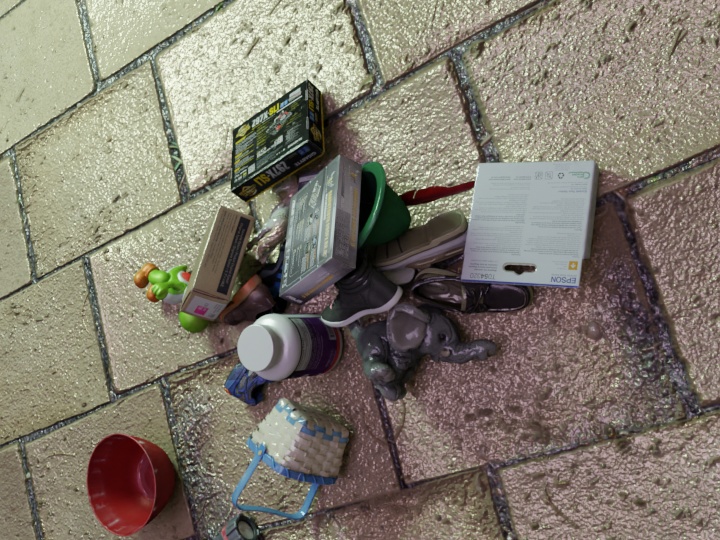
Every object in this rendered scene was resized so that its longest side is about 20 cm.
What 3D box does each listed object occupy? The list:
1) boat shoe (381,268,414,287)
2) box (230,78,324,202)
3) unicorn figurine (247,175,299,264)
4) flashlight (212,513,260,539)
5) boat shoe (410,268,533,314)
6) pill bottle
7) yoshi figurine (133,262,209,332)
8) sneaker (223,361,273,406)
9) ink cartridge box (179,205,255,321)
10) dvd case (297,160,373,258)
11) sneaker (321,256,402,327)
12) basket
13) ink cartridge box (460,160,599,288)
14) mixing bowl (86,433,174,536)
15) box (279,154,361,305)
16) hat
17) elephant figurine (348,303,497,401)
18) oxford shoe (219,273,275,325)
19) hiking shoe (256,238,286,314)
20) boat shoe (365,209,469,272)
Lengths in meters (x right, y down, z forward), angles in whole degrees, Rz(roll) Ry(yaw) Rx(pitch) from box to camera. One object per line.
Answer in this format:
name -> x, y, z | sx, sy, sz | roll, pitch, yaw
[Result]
boat shoe -> 0.001, -0.003, 1.471 | 0.198, 0.061, 0.073 | 10, 60, 15
box -> -0.157, -0.239, 1.551 | 0.198, 0.049, 0.162 | -28, 47, 28
unicorn figurine -> -0.153, -0.097, 1.549 | 0.138, 0.073, 0.201 | -51, 30, 19
flashlight -> -0.279, 0.552, 1.623 | 0.200, 0.067, 0.068 | -44, 70, 21
boat shoe -> 0.175, 0.041, 1.343 | 0.197, 0.065, 0.074 | 3, 113, 22
pill bottle -> -0.124, 0.132, 1.463 | 0.111, 0.199, 0.115 | -1, 87, 31
yoshi figurine -> -0.367, 0.063, 1.680 | 0.198, 0.112, 0.114 | 18, 113, 28
sneaker -> -0.181, 0.172, 1.582 | 0.078, 0.075, 0.202 | 38, 115, 18
ink cartridge box -> -0.266, -0.008, 1.543 | 0.200, 0.074, 0.167 | 145, 141, -68
dvd case -> -0.051, -0.098, 1.470 | 0.146, 0.016, 0.203 | -8, 56, 21
sneaker -> -0.023, 0.032, 1.412 | 0.099, 0.071, 0.199 | 47, 143, -17
basket -> -0.120, 0.340, 1.477 | 0.138, 0.175, 0.202 | 24, 87, 44
ink cartridge box -> 0.263, -0.070, 1.302 | 0.194, 0.043, 0.203 | 4, 77, 31
mixing bowl -> -0.453, 0.427, 1.710 | 0.197, 0.108, 0.204 | -1, 88, 31
box -> -0.065, -0.065, 1.368 | 0.158, 0.048, 0.203 | -34, 43, 45
hat -> 0.064, -0.075, 1.390 | 0.199, 0.174, 0.168 | -30, 45, 50
elephant figurine -> 0.099, 0.111, 1.383 | 0.199, 0.142, 0.155 | -40, 110, 16
oxford shoe -> -0.211, 0.076, 1.564 | 0.073, 0.071, 0.200 | 45, 153, -1
hiking shoe -> -0.117, -0.005, 1.548 | 0.087, 0.074, 0.200 | 53, 123, 14
boat shoe -> 0.095, -0.032, 1.394 | 0.197, 0.069, 0.076 | -18, 44, 23
